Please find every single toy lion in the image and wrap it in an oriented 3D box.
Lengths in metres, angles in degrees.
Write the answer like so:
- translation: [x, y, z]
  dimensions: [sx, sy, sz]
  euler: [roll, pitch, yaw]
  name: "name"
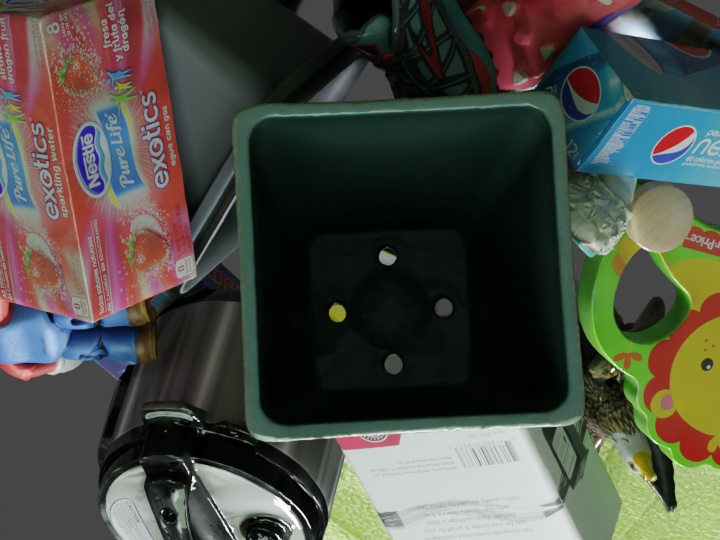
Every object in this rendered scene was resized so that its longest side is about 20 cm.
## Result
- translation: [0.240, 0.042, 1.566]
  dimensions: [0.199, 0.069, 0.193]
  euler: [15, 102, -20]
  name: "toy lion"

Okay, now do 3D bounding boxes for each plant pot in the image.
- translation: [0.023, 0.010, 1.382]
  dimensions: [0.195, 0.197, 0.200]
  euler: [-3, 172, -3]
  name: "plant pot"

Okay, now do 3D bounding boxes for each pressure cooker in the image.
- translation: [-0.099, 0.135, 1.625]
  dimensions: [0.175, 0.201, 0.179]
  euler: [27, 139, -16]
  name: "pressure cooker"

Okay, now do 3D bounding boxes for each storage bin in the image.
- translation: [-0.100, -0.112, 1.493]
  dimensions: [0.134, 0.146, 0.200]
  euler: [41, 133, 5]
  name: "storage bin"

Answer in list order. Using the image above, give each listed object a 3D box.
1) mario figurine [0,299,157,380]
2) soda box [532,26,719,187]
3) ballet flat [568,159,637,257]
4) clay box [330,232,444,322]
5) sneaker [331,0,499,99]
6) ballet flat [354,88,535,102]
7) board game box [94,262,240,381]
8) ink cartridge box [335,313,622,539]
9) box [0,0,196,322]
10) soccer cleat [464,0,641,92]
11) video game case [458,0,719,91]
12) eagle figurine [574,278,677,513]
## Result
- translation: [-0.246, 0.022, 1.583]
  dimensions: [0.199, 0.106, 0.124]
  euler: [-4, 102, -2]
  name: "mario figurine"
- translation: [0.205, -0.101, 1.429]
  dimensions: [0.199, 0.068, 0.064]
  euler: [4, 133, -43]
  name: "soda box"
- translation: [0.148, -0.060, 1.452]
  dimensions: [0.071, 0.200, 0.072]
  euler: [0, 100, 1]
  name: "ballet flat"
- translation: [0.000, 0.000, 1.592]
  dimensions: [0.114, 0.048, 0.200]
  euler: [24, 159, 7]
  name: "clay box"
- translation: [0.018, -0.149, 1.411]
  dimensions: [0.079, 0.095, 0.201]
  euler: [-5, 112, 43]
  name: "sneaker"
- translation: [0.076, -0.088, 1.498]
  dimensions: [0.199, 0.067, 0.064]
  euler: [-3, 99, 28]
  name: "ballet flat"
- translation: [-0.128, 0.060, 1.730]
  dimensions: [0.135, 0.035, 0.200]
  euler: [-25, 128, 30]
  name: "board game box"
- translation: [0.080, 0.132, 1.576]
  dimensions: [0.145, 0.084, 0.201]
  euler: [-9, 126, 28]
  name: "ink cartridge box"
- translation: [-0.184, -0.080, 1.426]
  dimensions: [0.102, 0.094, 0.201]
  euler: [12, 117, 42]
  name: "box"
- translation: [0.134, -0.172, 1.417]
  dimensions: [0.200, 0.076, 0.067]
  euler: [-35, 86, 50]
  name: "soccer cleat"
- translation: [0.138, -0.149, 1.493]
  dimensions: [0.199, 0.018, 0.143]
  euler: [23, 133, -16]
  name: "video game case"
- translation: [0.180, 0.113, 1.662]
  dimensions: [0.151, 0.151, 0.201]
  euler: [9, 138, 1]
  name: "eagle figurine"
